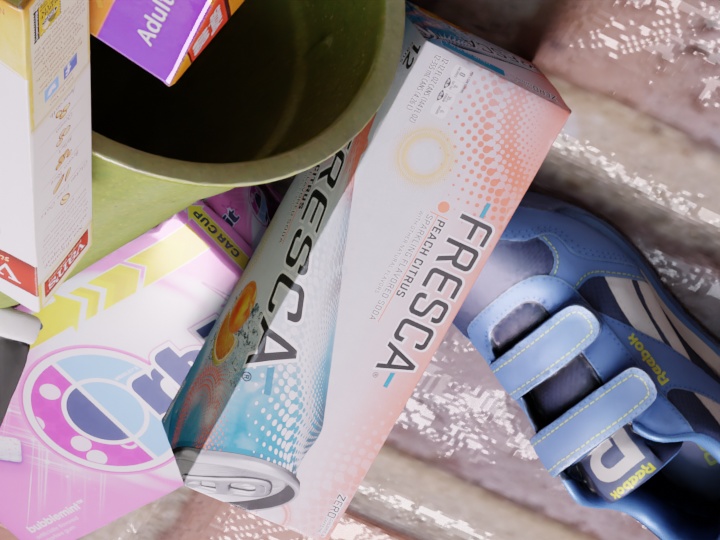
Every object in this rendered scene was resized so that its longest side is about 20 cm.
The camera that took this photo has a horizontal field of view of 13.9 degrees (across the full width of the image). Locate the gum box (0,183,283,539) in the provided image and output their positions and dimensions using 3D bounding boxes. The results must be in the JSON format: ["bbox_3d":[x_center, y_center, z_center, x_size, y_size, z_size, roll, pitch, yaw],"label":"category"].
[{"bbox_3d":[-0.097,0.030,1.242,0.200,0.066,0.114,-28,120,31],"label":"gum box"}]

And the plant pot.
[{"bbox_3d":[-0.117,-0.079,1.094,0.200,0.200,0.190,32,141,-15],"label":"plant pot"}]

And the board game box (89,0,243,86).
[{"bbox_3d":[-0.063,-0.225,0.901,0.200,0.200,0.200,33,133,1],"label":"board game box"}]

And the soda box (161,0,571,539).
[{"bbox_3d":[0.000,0.000,1.141,0.068,0.064,0.200,24,103,-20],"label":"soda box"}]

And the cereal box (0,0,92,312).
[{"bbox_3d":[-0.151,-0.076,0.919,0.144,0.040,0.200,30,154,11],"label":"cereal box"}]

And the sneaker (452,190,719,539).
[{"bbox_3d":[0.097,0.043,1.202,0.200,0.082,0.074,38,128,-15],"label":"sneaker"}]

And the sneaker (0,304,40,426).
[{"bbox_3d":[-0.224,0.049,1.207,0.200,0.099,0.071,9,172,35],"label":"sneaker"}]
